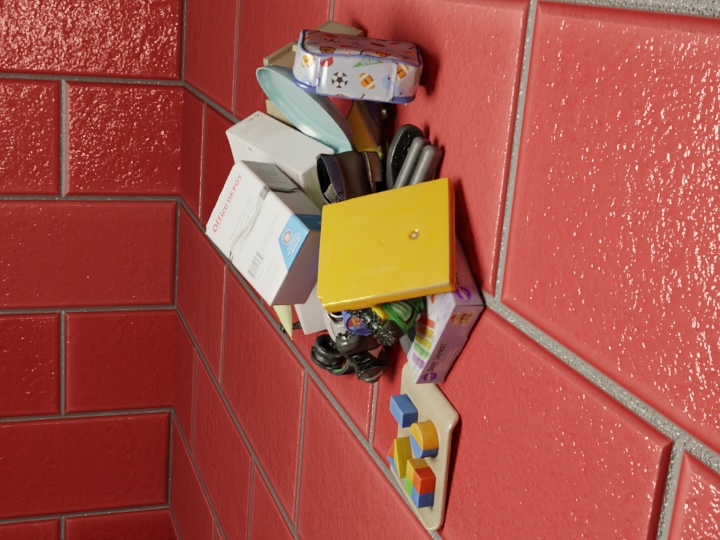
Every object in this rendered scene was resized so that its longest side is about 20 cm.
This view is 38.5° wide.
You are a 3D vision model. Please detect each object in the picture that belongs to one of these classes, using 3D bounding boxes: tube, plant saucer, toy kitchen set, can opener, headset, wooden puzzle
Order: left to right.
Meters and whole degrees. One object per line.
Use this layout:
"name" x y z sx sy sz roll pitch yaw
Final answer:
"tube" -0.154 0.022 1.841 0.052 0.058 0.201 -3 114 41
"plant saucer" -0.082 -0.259 1.640 0.027 0.200 0.200 -50 18 -10
"headset" -0.071 0.124 1.924 0.200 0.094 0.124 22 112 57
"toy kitchen set" -0.044 -0.293 1.803 0.163 0.180 0.201 26 138 31
"can opener" 0.079 -0.103 1.560 0.053 0.067 0.201 42 119 39
"wooden puzzle" 0.083 0.265 1.570 0.185 0.046 0.201 -127 41 -59

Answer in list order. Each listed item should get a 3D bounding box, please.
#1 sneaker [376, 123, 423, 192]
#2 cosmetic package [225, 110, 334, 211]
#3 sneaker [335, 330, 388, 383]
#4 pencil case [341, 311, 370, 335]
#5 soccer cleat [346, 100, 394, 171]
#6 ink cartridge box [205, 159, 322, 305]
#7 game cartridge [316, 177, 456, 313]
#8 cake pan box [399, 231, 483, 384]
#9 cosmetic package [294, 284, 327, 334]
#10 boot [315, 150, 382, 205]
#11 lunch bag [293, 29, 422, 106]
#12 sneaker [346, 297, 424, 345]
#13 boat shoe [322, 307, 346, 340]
"sneaker" 0.051 -0.143 1.618 0.104 0.060 0.201 -132 41 -57
"cosmetic package" -0.129 -0.179 1.761 0.200 0.081 0.113 32 147 38
"sneaker" 0.010 0.138 1.675 0.200 0.066 0.091 27 -134 -78
"pencil case" 0.000 0.000 1.613 0.078 0.087 0.201 43 -151 -51
"soccer cleat" 0.007 -0.208 1.691 0.065 0.083 0.201 -4 -79 -66
"ink cartridge box" -0.142 -0.061 1.649 0.200 0.084 0.145 45 119 32
"game cartridge" 0.036 -0.034 1.448 0.032 0.199 0.177 50 -144 -50
"cake pan box" 0.103 0.040 1.502 0.200 0.052 0.185 112 152 -48
"cosmetic package" -0.081 -0.034 1.827 0.200 0.122 0.201 -113 9 -46
"boot" -0.016 -0.091 1.566 0.075 0.096 0.201 134 135 -58
"lunch bag" 0.000 -0.309 1.552 0.160 0.199 0.076 -92 12 -65
"sneaker" 0.015 0.029 1.506 0.200 0.085 0.078 42 154 35
"boat shoe" -0.031 0.061 1.730 0.066 0.072 0.201 -75 -8 -50
